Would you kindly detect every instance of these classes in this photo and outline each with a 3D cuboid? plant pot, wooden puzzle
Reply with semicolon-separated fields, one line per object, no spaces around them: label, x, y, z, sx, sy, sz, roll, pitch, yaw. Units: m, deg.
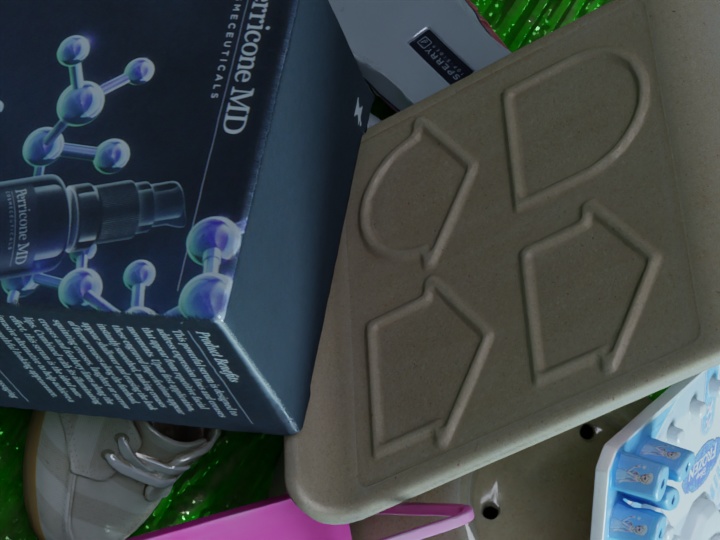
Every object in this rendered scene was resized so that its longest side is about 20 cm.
plant pot;0.068;0.111;0.997;0.199;0.134;0.202;3;76;-13
wooden puzzle;0.063;-0.004;0.891;0.199;0.046;0.186;-22;47;22

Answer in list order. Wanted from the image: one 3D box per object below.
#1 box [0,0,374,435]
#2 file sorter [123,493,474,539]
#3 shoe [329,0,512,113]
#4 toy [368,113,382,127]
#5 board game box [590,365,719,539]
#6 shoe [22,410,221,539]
box;-0.113;-0.032;0.882;0.198;0.107;0.150;4;65;17
file sorter;-0.017;0.196;0.877;0.138;0.125;0.202;-12;94;-35
shoe;0.036;-0.088;1.079;0.071;0.091;0.200;-34;56;-7
toy;0.000;0.000;1.015;0.115;0.200;0.047;-30;127;-18
board game box;0.146;0.131;0.958;0.200;0.026;0.202;-31;128;-53
shoe;-0.087;0.041;0.970;0.070;0.053;0.201;12;109;-36
